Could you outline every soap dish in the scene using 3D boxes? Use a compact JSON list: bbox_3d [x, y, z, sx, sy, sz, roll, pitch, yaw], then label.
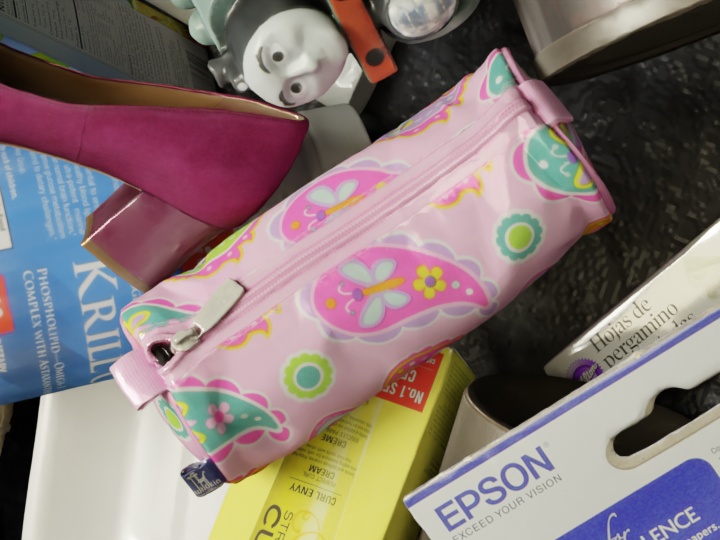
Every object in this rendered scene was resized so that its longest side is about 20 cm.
[{"bbox_3d":[-0.057,0.109,0.955,0.199,0.081,0.159,14,103,22],"label":"soap dish"}]

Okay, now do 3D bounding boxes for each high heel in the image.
[{"bbox_3d":[-0.117,-0.083,0.784,0.096,0.068,0.200,-44,117,14],"label":"high heel"}]

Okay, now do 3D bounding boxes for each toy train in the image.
[{"bbox_3d":[-0.030,-0.140,0.834,0.114,0.085,0.200,-30,43,1],"label":"toy train"}]

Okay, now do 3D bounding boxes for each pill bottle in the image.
[{"bbox_3d":[-0.092,-0.014,0.893,0.199,0.112,0.113,-13,92,-10],"label":"pill bottle"}]

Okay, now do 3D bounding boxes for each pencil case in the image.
[{"bbox_3d":[0.000,0.000,0.800,0.199,0.087,0.088,-33,82,1],"label":"pencil case"}]

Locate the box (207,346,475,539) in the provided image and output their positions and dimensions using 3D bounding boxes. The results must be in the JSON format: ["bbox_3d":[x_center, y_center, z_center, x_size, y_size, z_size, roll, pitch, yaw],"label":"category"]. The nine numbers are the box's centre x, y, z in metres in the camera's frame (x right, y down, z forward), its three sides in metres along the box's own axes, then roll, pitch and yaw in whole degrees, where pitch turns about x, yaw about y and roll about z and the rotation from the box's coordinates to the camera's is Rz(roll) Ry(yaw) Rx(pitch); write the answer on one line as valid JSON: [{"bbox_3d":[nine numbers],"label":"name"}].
[{"bbox_3d":[-0.022,0.119,0.839,0.075,0.050,0.201,18,78,19],"label":"box"}]

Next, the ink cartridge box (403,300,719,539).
[{"bbox_3d":[0.150,0.104,0.726,0.197,0.047,0.201,-32,98,13],"label":"ink cartridge box"}]

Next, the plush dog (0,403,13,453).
[{"bbox_3d":[-0.220,0.094,0.969,0.160,0.200,0.173,17,97,22],"label":"plush dog"}]

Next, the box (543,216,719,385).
[{"bbox_3d":[0.163,-0.008,0.859,0.200,0.041,0.039,-43,81,25],"label":"box"}]

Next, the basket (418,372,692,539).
[{"bbox_3d":[0.073,0.155,0.836,0.135,0.180,0.201,12,104,-2],"label":"basket"}]

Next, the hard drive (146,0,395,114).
[{"bbox_3d":[-0.058,-0.176,0.946,0.199,0.026,0.133,31,109,18],"label":"hard drive"}]

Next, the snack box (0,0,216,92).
[{"bbox_3d":[-0.186,-0.074,0.921,0.168,0.200,0.068,-28,63,24],"label":"snack box"}]

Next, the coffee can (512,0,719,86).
[{"bbox_3d":[0.103,-0.191,0.803,0.146,0.146,0.201,-22,87,26],"label":"coffee can"}]
